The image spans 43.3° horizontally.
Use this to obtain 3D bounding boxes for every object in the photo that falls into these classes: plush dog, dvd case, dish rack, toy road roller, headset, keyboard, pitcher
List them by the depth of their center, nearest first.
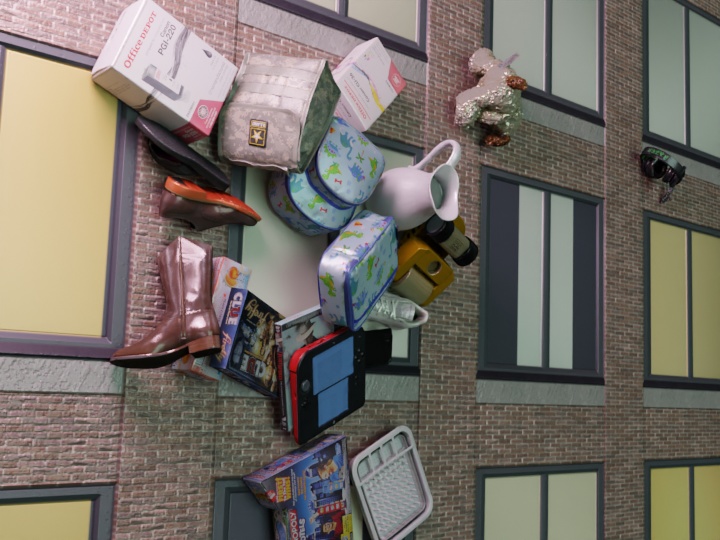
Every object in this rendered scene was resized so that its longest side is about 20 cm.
[{"bbox_3d":[-0.096,0.172,1.639,0.145,0.022,0.203,-20,112,-50],"label":"dvd case"},{"bbox_3d":[-0.023,0.139,1.747,0.198,0.039,0.106,-4,103,-37],"label":"keyboard"},{"bbox_3d":[0.054,0.423,1.775,0.171,0.043,0.202,-27,104,-40],"label":"dish rack"},{"bbox_3d":[0.110,-0.166,1.776,0.121,0.199,0.173,33,65,-33],"label":"pitcher"},{"bbox_3d":[0.130,-0.043,1.853,0.200,0.146,0.123,-45,126,7],"label":"toy road roller"},{"bbox_3d":[0.315,-0.376,2.026,0.172,0.159,0.202,50,53,-53],"label":"plush dog"},{"bbox_3d":[0.821,-0.260,2.467,0.094,0.123,0.200,-55,141,-2],"label":"headset"}]

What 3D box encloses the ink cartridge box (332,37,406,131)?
[{"bbox_3d":[-0.007,-0.348,1.778,0.117,0.067,0.201,53,56,-24],"label":"ink cartridge box"}]

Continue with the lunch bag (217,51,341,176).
[{"bbox_3d":[-0.148,-0.266,1.573,0.118,0.162,0.202,58,47,-60],"label":"lunch bag"}]

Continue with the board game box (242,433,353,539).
[{"bbox_3d":[-0.111,0.409,1.622,0.198,0.061,0.203,-2,87,-40],"label":"board game box"}]

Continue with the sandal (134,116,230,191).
[{"bbox_3d":[-0.301,-0.183,1.512,0.048,0.076,0.200,-45,129,10],"label":"sandal"}]

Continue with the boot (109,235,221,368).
[{"bbox_3d":[-0.321,0.050,1.470,0.184,0.064,0.202,-9,71,-7],"label":"boot"}]

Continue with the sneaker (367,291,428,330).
[{"bbox_3d":[0.048,0.065,1.767,0.199,0.099,0.076,18,77,-37],"label":"sneaker"}]

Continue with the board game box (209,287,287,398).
[{"bbox_3d":[-0.178,0.128,1.552,0.200,0.034,0.137,44,56,-60],"label":"board game box"}]

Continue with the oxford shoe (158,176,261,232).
[{"bbox_3d":[-0.258,-0.101,1.553,0.199,0.071,0.073,17,103,-42],"label":"oxford shoe"}]

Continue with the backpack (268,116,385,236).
[{"bbox_3d":[-0.065,-0.174,1.662,0.182,0.146,0.202,37,67,-29],"label":"backpack"}]

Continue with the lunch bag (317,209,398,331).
[{"bbox_3d":[0.000,0.000,1.648,0.200,0.082,0.162,-51,149,-44],"label":"lunch bag"}]

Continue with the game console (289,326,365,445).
[{"bbox_3d":[-0.055,0.204,1.659,0.199,0.031,0.179,-23,115,-48],"label":"game console"}]

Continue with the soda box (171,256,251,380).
[{"bbox_3d":[-0.250,0.082,1.527,0.063,0.068,0.202,28,69,-38],"label":"soda box"}]

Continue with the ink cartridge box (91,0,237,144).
[{"bbox_3d":[-0.320,-0.326,1.496,0.199,0.084,0.147,33,65,-32],"label":"ink cartridge box"}]
